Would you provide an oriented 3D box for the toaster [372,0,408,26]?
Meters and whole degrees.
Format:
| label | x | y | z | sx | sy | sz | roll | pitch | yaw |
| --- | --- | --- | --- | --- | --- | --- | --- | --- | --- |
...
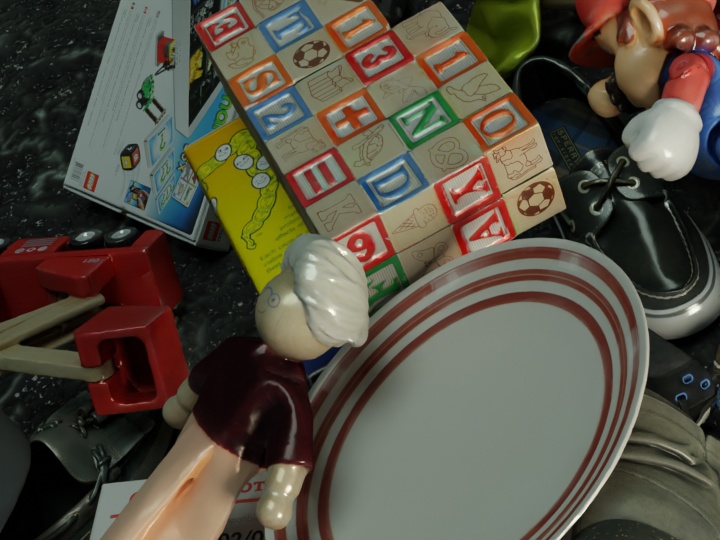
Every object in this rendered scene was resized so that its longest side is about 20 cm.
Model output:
| label | x | y | z | sx | sy | sz | roll | pitch | yaw |
| --- | --- | --- | --- | --- | --- | --- | --- | --- | --- |
| toaster | -0.032 | -0.240 | 1.225 | 0.128 | 0.114 | 0.201 | -5 | 52 | 24 |

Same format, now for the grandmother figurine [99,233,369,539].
| label | x | y | z | sx | sy | sz | roll | pitch | yaw |
| --- | --- | --- | --- | --- | --- | --- | --- | --- | --- |
| grandmother figurine | -0.059 | 0.075 | 0.844 | 0.121 | 0.060 | 0.201 | 36 | 96 | 44 |

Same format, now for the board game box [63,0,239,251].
| label | x | y | z | sx | sy | sz | roll | pitch | yaw |
| --- | --- | --- | --- | --- | --- | --- | --- | --- | --- |
| board game box | -0.102 | -0.126 | 1.138 | 0.126 | 0.034 | 0.202 | 23 | 97 | 38 |

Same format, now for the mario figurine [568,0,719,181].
| label | x | y | z | sx | sy | sz | roll | pitch | yaw |
| --- | --- | --- | --- | --- | --- | --- | --- | --- | --- |
| mario figurine | 0.167 | -0.073 | 0.977 | 0.105 | 0.124 | 0.201 | -24 | 60 | -12 |

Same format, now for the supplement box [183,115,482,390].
| label | x | y | z | sx | sy | sz | roll | pitch | yaw |
| --- | --- | --- | --- | --- | --- | --- | --- | --- | --- |
| supplement box | 0.000 | 0.000 | 0.997 | 0.109 | 0.109 | 0.201 | -29 | 44 | -2 |

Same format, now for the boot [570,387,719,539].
| label | x | y | z | sx | sy | sz | roll | pitch | yaw |
| --- | --- | --- | --- | --- | --- | --- | --- | --- | --- |
| boot | 0.171 | 0.132 | 0.781 | 0.068 | 0.199 | 0.131 | -47 | 9 | 33 |

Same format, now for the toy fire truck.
| label | x | y | z | sx | sy | sz | roll | pitch | yaw |
| --- | --- | --- | --- | --- | --- | --- | --- | --- | --- |
| toy fire truck | -0.170 | 0.028 | 1.054 | 0.198 | 0.049 | 0.141 | -3 | 25 | 24 |

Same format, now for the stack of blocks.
| label | x | y | z | sx | sy | sz | roll | pitch | yaw |
| --- | --- | --- | --- | --- | --- | --- | --- | --- | --- |
| stack of blocks | 0.005 | -0.080 | 0.946 | 0.115 | 0.059 | 0.200 | -29 | 45 | -3 |

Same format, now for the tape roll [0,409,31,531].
| label | x | y | z | sx | sy | sz | roll | pitch | yaw |
| --- | --- | --- | --- | --- | --- | --- | --- | --- | --- |
| tape roll | -0.264 | 0.137 | 0.972 | 0.200 | 0.066 | 0.201 | -37 | 21 | 16 |

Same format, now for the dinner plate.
| label | x | y | z | sx | sy | sz | roll | pitch | yaw |
| --- | --- | --- | --- | --- | --- | --- | --- | --- | --- |
| dinner plate | 0.042 | 0.071 | 0.809 | 0.199 | 0.024 | 0.201 | -30 | 36 | 25 |

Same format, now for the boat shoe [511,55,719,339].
| label | x | y | z | sx | sy | sz | roll | pitch | yaw |
| --- | --- | --- | --- | --- | --- | --- | --- | --- | --- |
| boat shoe | 0.129 | -0.042 | 1.011 | 0.068 | 0.057 | 0.201 | -28 | 44 | -1 |

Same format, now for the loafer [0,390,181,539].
| label | x | y | z | sx | sy | sz | roll | pitch | yaw |
| --- | --- | --- | --- | --- | --- | --- | --- | --- | --- |
| loafer | -0.161 | 0.120 | 0.997 | 0.071 | 0.063 | 0.201 | 14 | 58 | 34 |

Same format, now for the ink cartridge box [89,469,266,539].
| label | x | y | z | sx | sy | sz | roll | pitch | yaw |
| --- | --- | --- | --- | --- | --- | --- | --- | --- | --- |
| ink cartridge box | -0.075 | 0.164 | 0.914 | 0.114 | 0.068 | 0.201 | -9 | 48 | 19 |

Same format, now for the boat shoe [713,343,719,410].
| label | x | y | z | sx | sy | sz | roll | pitch | yaw |
| --- | --- | --- | --- | --- | --- | --- | --- | --- | --- |
| boat shoe | 0.230 | 0.006 | 0.853 | 0.072 | 0.073 | 0.199 | 4 | 27 | 42 |

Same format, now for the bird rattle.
| label | x | y | z | sx | sy | sz | roll | pitch | yaw |
| --- | --- | --- | --- | --- | --- | --- | --- | --- | --- |
| bird rattle | 0.141 | -0.188 | 1.112 | 0.198 | 0.113 | 0.164 | -13 | 30 | 10 |

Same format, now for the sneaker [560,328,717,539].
| label | x | y | z | sx | sy | sz | roll | pitch | yaw |
| --- | --- | --- | --- | --- | --- | --- | --- | --- | --- |
| sneaker | 0.138 | 0.096 | 0.874 | 0.111 | 0.073 | 0.201 | -17 | 59 | -28 |
